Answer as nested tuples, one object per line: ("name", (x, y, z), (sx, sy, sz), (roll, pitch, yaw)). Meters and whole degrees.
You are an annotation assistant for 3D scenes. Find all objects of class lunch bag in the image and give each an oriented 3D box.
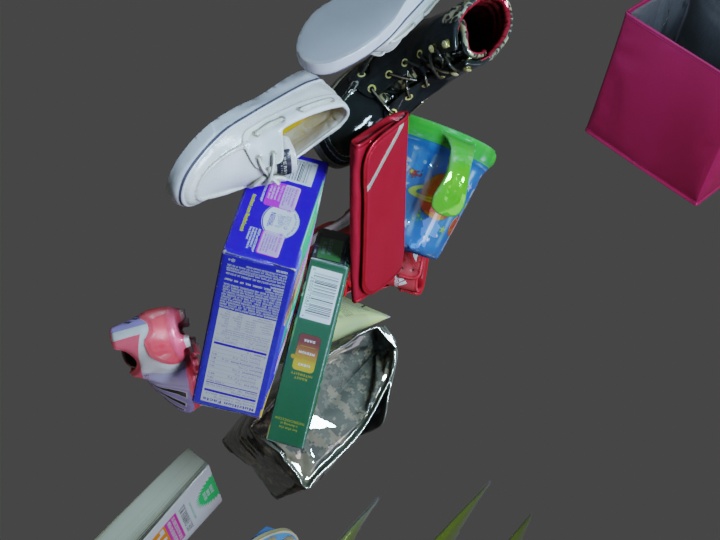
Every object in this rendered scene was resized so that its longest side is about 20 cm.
("lunch bag", (-0.042, 0.153, 1.885), (0.200, 0.118, 0.164), (-45, -177, -20))

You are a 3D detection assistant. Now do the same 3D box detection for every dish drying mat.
("dish drying mat", (0.019, -0.059, 1.623), (0.077, 0.018, 0.201), (-38, 144, -34))

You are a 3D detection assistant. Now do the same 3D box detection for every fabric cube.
("fabric cube", (0.451, -0.247, 2.206), (0.200, 0.196, 0.200), (-33, 149, -39))

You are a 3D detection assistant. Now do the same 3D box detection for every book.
("book", (-0.241, 0.303, 1.873), (0.200, 0.048, 0.134), (-48, 160, -18))

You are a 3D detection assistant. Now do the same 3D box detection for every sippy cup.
("sippy cup", (0.057, -0.086, 1.741), (0.178, 0.139, 0.131), (22, 89, -76))

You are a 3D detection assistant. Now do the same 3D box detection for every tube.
("tube", (-0.055, 0.064, 1.848), (0.052, 0.058, 0.200), (-38, 169, 39))

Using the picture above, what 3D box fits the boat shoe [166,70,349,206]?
("boat shoe", (-0.090, -0.113, 1.549), (0.200, 0.070, 0.071), (-36, 151, -32))

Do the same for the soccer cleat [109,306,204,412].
("soccer cleat", (-0.198, 0.091, 1.655), (0.076, 0.067, 0.200), (-8, 157, -3))

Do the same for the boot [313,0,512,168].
("boot", (0.049, -0.189, 1.609), (0.204, 0.074, 0.154), (-48, -164, -26))

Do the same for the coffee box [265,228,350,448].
("coffee box", (-0.051, 0.069, 1.706), (0.123, 0.044, 0.201), (-78, -178, -73))

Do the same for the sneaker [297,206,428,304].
("sneaker", (0.000, 0.000, 1.808), (0.200, 0.115, 0.078), (-43, 154, -20))

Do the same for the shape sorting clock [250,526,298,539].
("shape sorting clock", (-0.154, 0.420, 2.187), (0.200, 0.039, 0.200), (-41, 153, -26))

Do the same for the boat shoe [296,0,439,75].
("boat shoe", (0.014, -0.238, 1.582), (0.200, 0.072, 0.066), (-49, 153, -30))

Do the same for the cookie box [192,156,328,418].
("cookie box", (-0.097, 0.012, 1.616), (0.172, 0.075, 0.201), (-75, 180, -49))
